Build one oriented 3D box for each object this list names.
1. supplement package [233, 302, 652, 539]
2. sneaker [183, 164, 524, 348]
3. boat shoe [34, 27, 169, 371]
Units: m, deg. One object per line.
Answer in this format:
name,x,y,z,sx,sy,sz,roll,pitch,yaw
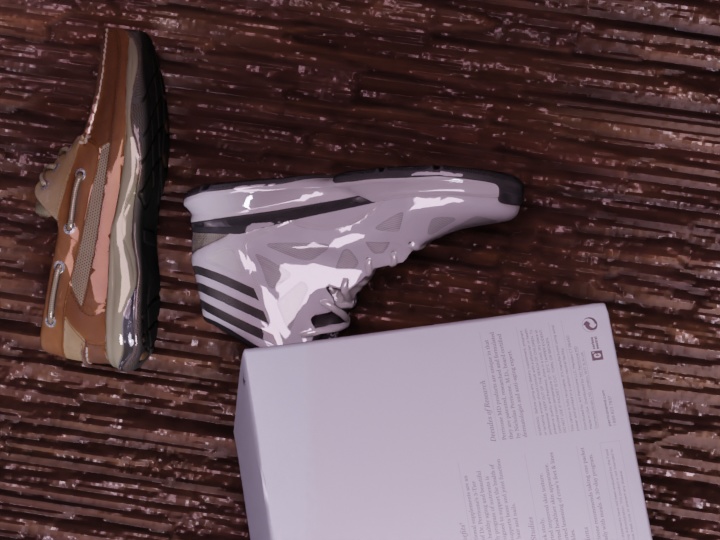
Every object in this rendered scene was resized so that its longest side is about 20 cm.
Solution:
supplement package,0.041,0.123,1.575,0.199,0.151,0.152,-7,71,-7
sneaker,0.000,0.000,1.672,0.200,0.076,0.116,-5,89,12
boat shoe,-0.155,-0.043,1.683,0.074,0.076,0.201,1,80,8
